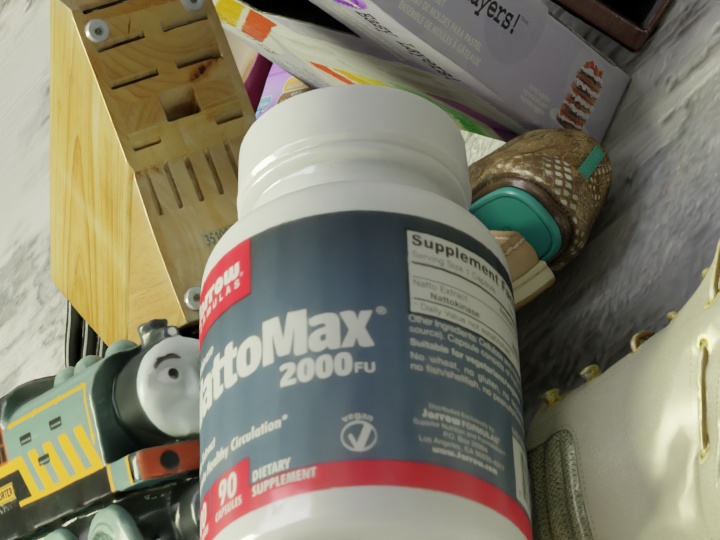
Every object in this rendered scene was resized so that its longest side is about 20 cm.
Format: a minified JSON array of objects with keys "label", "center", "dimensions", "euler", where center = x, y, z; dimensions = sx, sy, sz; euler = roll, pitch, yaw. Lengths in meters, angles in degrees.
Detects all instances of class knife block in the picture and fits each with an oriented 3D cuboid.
[{"label":"knife block","center":[-0.098,-0.017,1.173],"dimensions":[0.176,0.064,0.200],"euler":[-21,90,61]}]

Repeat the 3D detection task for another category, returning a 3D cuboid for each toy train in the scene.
[{"label":"toy train","center":[-0.102,0.091,1.107],"dimensions":[0.200,0.085,0.114],"euler":[-29,73,58]}]

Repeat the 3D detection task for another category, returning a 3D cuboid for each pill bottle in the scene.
[{"label":"pill bottle","center":[-0.001,0.036,1.007],"dimensions":[0.120,0.120,0.200],"euler":[-41,40,41]}]

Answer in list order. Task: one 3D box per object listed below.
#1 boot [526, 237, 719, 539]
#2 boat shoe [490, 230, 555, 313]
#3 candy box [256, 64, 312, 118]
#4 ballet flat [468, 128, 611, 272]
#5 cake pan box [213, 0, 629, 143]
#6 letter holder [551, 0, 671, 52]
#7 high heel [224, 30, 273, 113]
[{"label":"boot","center":[0.128,0.021,0.972],"dimensions":[0.155,0.072,0.200],"euler":[-37,34,50]},{"label":"boat shoe","center":[0.000,0.000,1.147],"dimensions":[0.074,0.069,0.200],"euler":[-32,13,-35]},{"label":"candy box","center":[-0.051,-0.004,1.371],"dimensions":[0.168,0.072,0.200],"euler":[-5,60,63]},{"label":"ballet flat","center":[0.047,-0.011,1.206],"dimensions":[0.065,0.071,0.200],"euler":[-45,13,-36]},{"label":"cake pan box","center":[-0.008,-0.122,1.179],"dimensions":[0.184,0.200,0.052],"euler":[16,79,41]},{"label":"letter holder","center":[0.095,-0.208,1.253],"dimensions":[0.142,0.101,0.200],"euler":[-57,24,8]},{"label":"high heel","center":[-0.073,-0.116,1.277],"dimensions":[0.096,0.067,0.200],"euler":[-47,-26,-70]}]
